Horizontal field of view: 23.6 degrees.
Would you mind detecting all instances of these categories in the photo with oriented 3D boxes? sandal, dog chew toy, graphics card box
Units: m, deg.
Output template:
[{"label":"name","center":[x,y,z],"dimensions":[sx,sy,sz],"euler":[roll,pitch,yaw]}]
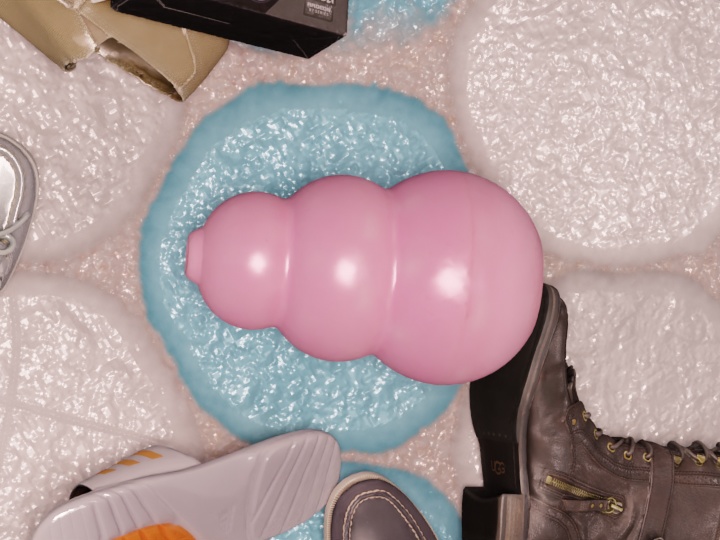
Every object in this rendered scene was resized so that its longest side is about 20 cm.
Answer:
[{"label":"sandal","center":[-0.105,0.137,0.996],"dimensions":[0.206,0.059,0.079],"euler":[-15,115,-36]},{"label":"dog chew toy","center":[0.000,0.000,0.988],"dimensions":[0.200,0.125,0.125],"euler":[5,92,-9]},{"label":"graphics card box","center":[-0.066,-0.227,0.949],"dimensions":[0.125,0.051,0.200],"euler":[12,74,-29]}]

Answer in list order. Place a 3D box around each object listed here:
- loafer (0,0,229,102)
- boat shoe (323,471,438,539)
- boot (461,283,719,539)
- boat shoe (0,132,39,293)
[{"label":"loafer","center":[-0.163,-0.147,0.945],"dimensions":[0.200,0.076,0.068],"euler":[16,82,-17]},{"label":"boat shoe","center":[0.036,0.216,1.035],"dimensions":[0.073,0.063,0.200],"euler":[-22,101,-16]},{"label":"boot","center":[0.156,0.113,1.074],"dimensions":[0.174,0.069,0.200],"euler":[6,95,-23]},{"label":"boat shoe","center":[-0.240,0.015,0.937],"dimensions":[0.074,0.065,0.202],"euler":[37,82,-16]}]
